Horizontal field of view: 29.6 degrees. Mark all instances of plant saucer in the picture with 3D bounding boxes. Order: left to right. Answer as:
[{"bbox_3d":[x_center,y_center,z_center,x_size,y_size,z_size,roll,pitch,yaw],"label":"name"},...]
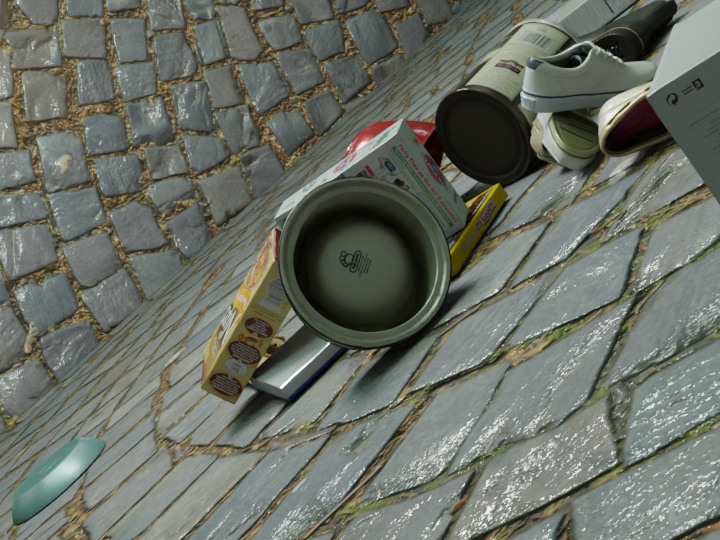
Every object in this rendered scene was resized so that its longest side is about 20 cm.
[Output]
[{"bbox_3d":[-0.515,0.342,2.284,0.199,0.036,0.200,-38,11,9],"label":"plant saucer"}]

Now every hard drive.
[{"bbox_3d":[-0.046,0.084,1.738,0.200,0.025,0.132,-43,17,-16],"label":"hard drive"}]

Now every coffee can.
[{"bbox_3d":[0.212,-0.232,1.859,0.146,0.147,0.200,-26,16,50],"label":"coffee can"}]

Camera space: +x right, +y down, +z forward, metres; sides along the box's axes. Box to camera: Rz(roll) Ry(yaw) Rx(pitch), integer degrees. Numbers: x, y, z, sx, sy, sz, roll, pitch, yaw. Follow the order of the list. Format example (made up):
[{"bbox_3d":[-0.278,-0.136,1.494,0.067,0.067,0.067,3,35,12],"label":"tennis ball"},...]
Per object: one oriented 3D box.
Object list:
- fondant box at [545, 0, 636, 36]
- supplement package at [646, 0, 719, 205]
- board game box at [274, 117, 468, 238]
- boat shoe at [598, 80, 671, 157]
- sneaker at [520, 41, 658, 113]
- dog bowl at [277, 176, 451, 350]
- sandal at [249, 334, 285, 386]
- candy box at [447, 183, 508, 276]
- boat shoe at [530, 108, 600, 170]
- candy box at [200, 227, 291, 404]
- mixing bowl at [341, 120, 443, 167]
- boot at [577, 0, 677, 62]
[{"bbox_3d":[0.419,-0.469,2.368,0.199,0.058,0.144,-36,11,13],"label":"fondant box"},{"bbox_3d":[0.313,-0.098,0.821,0.190,0.201,0.147,-31,12,32],"label":"supplement package"},{"bbox_3d":[0.014,-0.071,1.712,0.199,0.148,0.064,-33,14,21],"label":"board game box"},{"bbox_3d":[0.336,-0.176,1.444,0.199,0.074,0.070,-32,24,39],"label":"boat shoe"},{"bbox_3d":[0.287,-0.241,1.659,0.198,0.072,0.073,-13,33,-26],"label":"sneaker"},{"bbox_3d":[0.000,0.000,1.542,0.200,0.200,0.074,-43,-6,-20],"label":"dog bowl"},{"bbox_3d":[-0.144,0.112,1.868,0.078,0.070,0.211,-43,11,-22],"label":"sandal"},{"bbox_3d":[0.113,-0.034,1.711,0.102,0.026,0.200,-34,11,39],"label":"candy box"},{"bbox_3d":[0.251,-0.163,1.678,0.201,0.074,0.069,-79,13,-63],"label":"boat shoe"},{"bbox_3d":[-0.137,0.058,1.758,0.201,0.055,0.116,-58,14,17],"label":"candy box"},{"bbox_3d":[0.033,-0.131,1.905,0.201,0.107,0.201,-61,-12,-23],"label":"mixing bowl"},{"bbox_3d":[0.360,-0.330,1.991,0.199,0.078,0.138,-3,31,50],"label":"boot"}]
